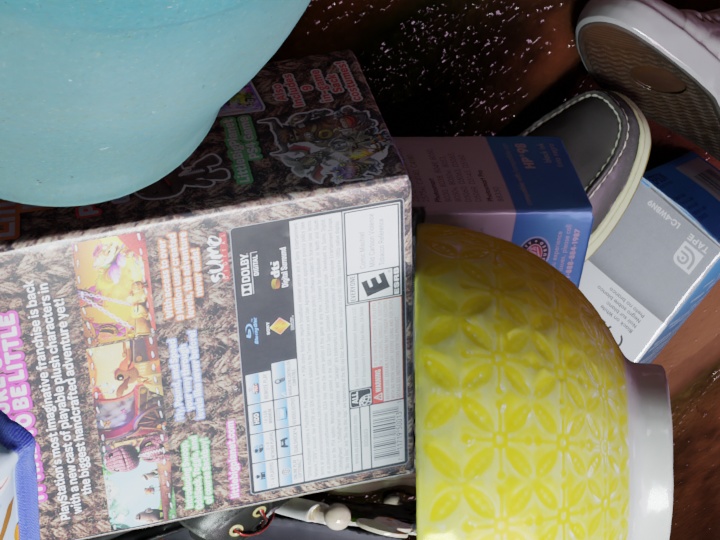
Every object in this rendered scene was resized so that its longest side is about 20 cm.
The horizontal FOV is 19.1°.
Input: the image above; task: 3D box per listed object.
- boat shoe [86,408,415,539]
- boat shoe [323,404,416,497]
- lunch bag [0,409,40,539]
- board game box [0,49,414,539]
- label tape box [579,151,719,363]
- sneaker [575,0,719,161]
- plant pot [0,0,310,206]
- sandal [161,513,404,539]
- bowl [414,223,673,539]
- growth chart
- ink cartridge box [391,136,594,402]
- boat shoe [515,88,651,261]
[{"bbox_3d":[-0.064,0.103,1.027,0.199,0.064,0.074,-12,168,16],"label":"boat shoe"},{"bbox_3d":[0.007,0.083,1.167,0.199,0.073,0.065,9,108,-48],"label":"boat shoe"},{"bbox_3d":[-0.208,0.122,0.770,0.169,0.124,0.201,-34,153,-24],"label":"lunch bag"},{"bbox_3d":[-0.084,0.014,0.889,0.198,0.097,0.161,-10,129,-11],"label":"board game box"},{"bbox_3d":[0.134,0.034,1.189,0.200,0.066,0.143,-52,170,19],"label":"label tape box"},{"bbox_3d":[0.182,-0.118,1.124,0.199,0.072,0.085,27,75,-47],"label":"sneaker"},{"bbox_3d":[-0.098,-0.127,0.719,0.199,0.201,0.188,-24,159,-23],"label":"plant pot"},{"bbox_3d":[-0.044,0.154,1.158,0.199,0.076,0.043,16,83,-47],"label":"sandal"},{"bbox_3d":[0.076,0.081,0.909,0.106,0.201,0.201,0,140,2],"label":"bowl"},{"bbox_3d":[0.009,0.135,1.175,0.199,0.144,0.018,13,84,-49],"label":"growth chart"},{"bbox_3d":[0.000,0.000,1.013,0.198,0.067,0.117,-1,128,-13],"label":"ink cartridge box"},{"bbox_3d":[0.064,-0.018,1.098,0.201,0.072,0.066,-43,152,12],"label":"boat shoe"}]
